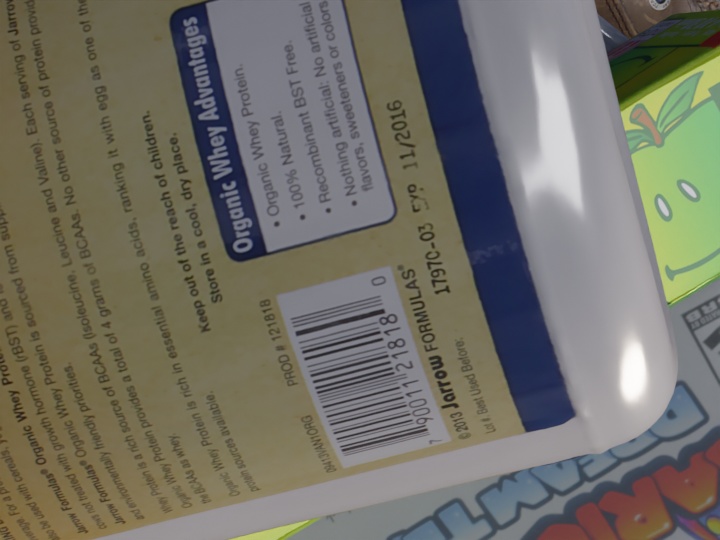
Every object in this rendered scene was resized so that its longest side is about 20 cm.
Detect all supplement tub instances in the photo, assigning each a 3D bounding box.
[{"bbox_3d":[-0.048,-0.015,0.547,0.198,0.145,0.145,-14,112,7],"label":"supplement tub"}]

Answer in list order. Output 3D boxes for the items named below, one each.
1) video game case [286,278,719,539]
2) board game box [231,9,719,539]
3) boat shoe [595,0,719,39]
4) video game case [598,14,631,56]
[{"bbox_3d":[0.052,0.113,0.718,0.199,0.024,0.183,-29,104,7],"label":"video game case"},{"bbox_3d":[0.016,0.006,0.671,0.199,0.102,0.048,-30,98,-6],"label":"board game box"},{"bbox_3d":[0.071,-0.095,0.803,0.072,0.072,0.201,-22,115,-12],"label":"boat shoe"},{"bbox_3d":[0.000,0.000,0.731,0.200,0.023,0.182,37,88,-10],"label":"video game case"}]
